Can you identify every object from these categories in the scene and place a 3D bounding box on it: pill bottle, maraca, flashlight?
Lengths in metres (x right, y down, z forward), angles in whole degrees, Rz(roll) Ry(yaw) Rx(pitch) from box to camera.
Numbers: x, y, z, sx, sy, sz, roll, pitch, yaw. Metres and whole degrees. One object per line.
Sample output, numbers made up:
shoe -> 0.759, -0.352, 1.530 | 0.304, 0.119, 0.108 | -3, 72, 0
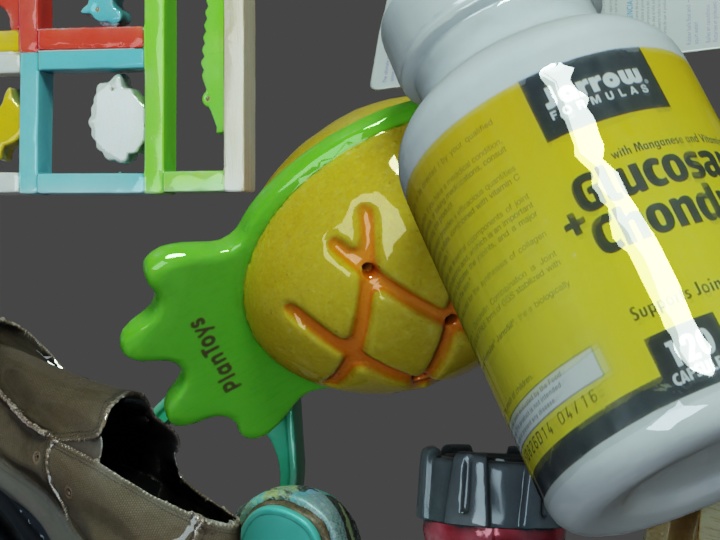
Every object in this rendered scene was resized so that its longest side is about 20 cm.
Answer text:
pill bottle -> 0.080, -0.017, 0.660 | 0.112, 0.112, 0.200 | -29, 67, 12
maraca -> 0.000, 0.000, 0.773 | 0.200, 0.137, 0.107 | -28, 39, -1
flashlight -> 0.054, 0.174, 0.791 | 0.068, 0.068, 0.200 | -1, 85, 52

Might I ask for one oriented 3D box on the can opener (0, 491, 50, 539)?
can opener -> -0.156, 0.115, 0.850 | 0.063, 0.079, 0.200 | -41, 72, 19

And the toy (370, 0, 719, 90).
toy -> 0.111, -0.111, 0.774 | 0.200, 0.115, 0.047 | -8, 134, 17

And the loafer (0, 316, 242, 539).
loafer -> -0.110, 0.077, 0.808 | 0.200, 0.073, 0.071 | 42, 107, 32

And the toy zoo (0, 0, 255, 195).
toy zoo -> -0.146, -0.099, 0.863 | 0.200, 0.020, 0.131 | 1, 91, 13

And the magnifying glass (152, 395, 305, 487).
magnifying glass -> -0.045, 0.040, 0.841 | 0.080, 0.022, 0.200 | 23, 95, 12

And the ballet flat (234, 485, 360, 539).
ballet flat -> -0.050, 0.185, 0.821 | 0.074, 0.074, 0.200 | 29, 101, 12

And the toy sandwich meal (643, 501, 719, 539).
toy sandwich meal -> 0.182, 0.098, 0.675 | 0.205, 0.070, 0.205 | -9, 72, 29
